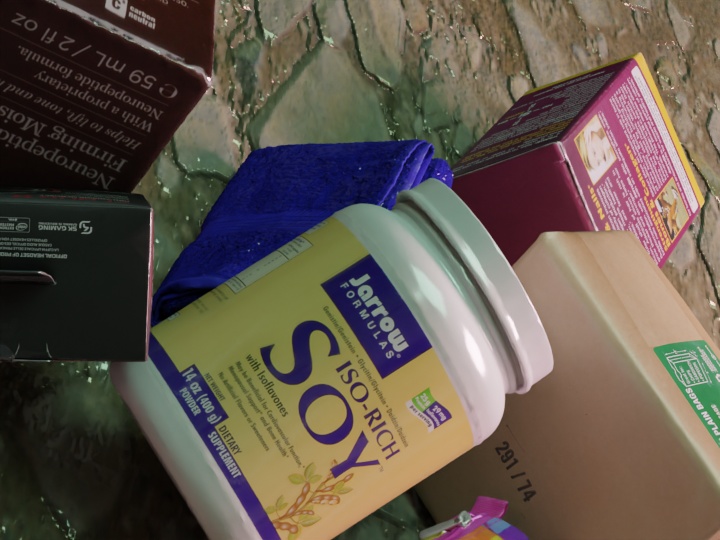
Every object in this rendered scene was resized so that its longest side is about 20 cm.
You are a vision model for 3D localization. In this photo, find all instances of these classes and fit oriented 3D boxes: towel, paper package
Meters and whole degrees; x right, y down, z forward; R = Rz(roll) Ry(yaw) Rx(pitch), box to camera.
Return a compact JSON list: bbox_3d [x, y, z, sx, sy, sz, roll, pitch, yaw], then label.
[{"bbox_3d":[-0.032,-0.025,1.222,0.147,0.050,0.200,4,30,15],"label":"towel"},{"bbox_3d":[0.132,0.104,1.174,0.103,0.191,0.200,-8,58,-48],"label":"paper package"}]

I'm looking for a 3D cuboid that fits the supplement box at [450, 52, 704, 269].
[{"bbox_3d":[0.154,-0.054,1.416,0.131,0.103,0.200,66,31,-12],"label":"supplement box"}]

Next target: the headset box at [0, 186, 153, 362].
[{"bbox_3d":[-0.175,-0.001,0.960,0.148,0.075,0.200,2,4,-7],"label":"headset box"}]

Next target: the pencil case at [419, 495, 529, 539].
[{"bbox_3d":[0.019,0.188,1.066,0.088,0.088,0.200,51,35,15],"label":"pencil case"}]

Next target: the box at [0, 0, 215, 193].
[{"bbox_3d":[-0.195,-0.121,1.097,0.165,0.200,0.165,24,38,-23],"label":"box"}]

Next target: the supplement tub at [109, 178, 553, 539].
[{"bbox_3d":[-0.015,0.055,1.048,0.146,0.200,0.145,56,-8,12],"label":"supplement tub"}]
